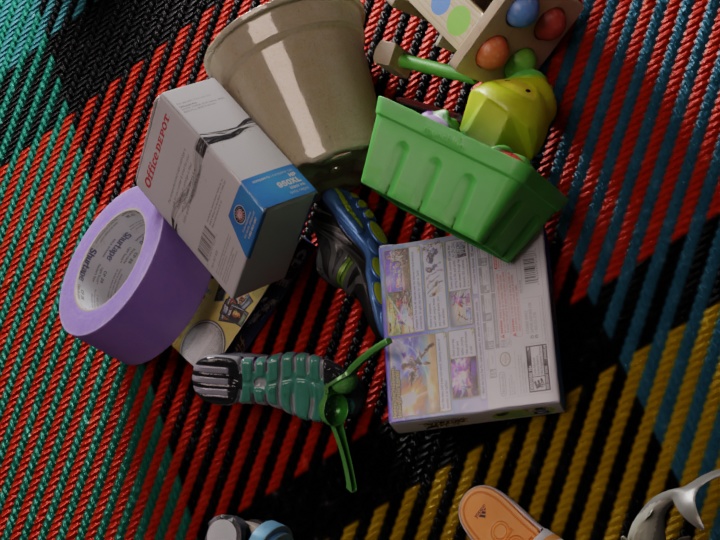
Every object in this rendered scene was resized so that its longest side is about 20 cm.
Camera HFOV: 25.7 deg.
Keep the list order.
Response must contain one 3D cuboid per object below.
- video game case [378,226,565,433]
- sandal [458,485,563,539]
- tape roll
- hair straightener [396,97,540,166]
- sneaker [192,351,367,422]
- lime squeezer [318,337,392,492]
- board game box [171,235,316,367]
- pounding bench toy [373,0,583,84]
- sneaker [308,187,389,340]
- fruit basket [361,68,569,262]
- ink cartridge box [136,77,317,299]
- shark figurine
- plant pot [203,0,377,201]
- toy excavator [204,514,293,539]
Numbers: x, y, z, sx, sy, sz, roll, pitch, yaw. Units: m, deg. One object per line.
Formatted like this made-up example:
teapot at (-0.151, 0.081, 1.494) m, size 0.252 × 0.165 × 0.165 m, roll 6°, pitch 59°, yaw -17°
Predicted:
video game case at (0.115, 0.060, 1.656) m, size 0.180 × 0.045 × 0.202 m, roll -8°, pitch 67°, yaw 13°
sandal at (0.160, 0.285, 1.561) m, size 0.206 × 0.059 × 0.079 m, roll 37°, pitch 95°, yaw 36°
tape roll at (-0.267, 0.005, 1.886) m, size 0.199 × 0.085 × 0.201 m, roll -32°, pitch 41°, yaw 33°
hair straightener at (0.111, -0.135, 1.764) m, size 0.199 × 0.041 × 0.077 m, roll 20°, pitch 85°, yaw 32°
sneaker at (-0.085, 0.118, 1.777) m, size 0.198 × 0.088 × 0.075 m, roll 9°, pitch 102°, yaw 9°
lime squeezer at (-0.014, 0.140, 1.685) m, size 0.071 × 0.037 × 0.201 m, roll 50°, pitch 136°, yaw 46°
board game box at (-0.156, 0.016, 1.879) m, size 0.135 × 0.035 × 0.201 m, roll 38°, pitch 96°, yaw 36°
pounding bench toy at (0.120, -0.260, 1.739) m, size 0.200 × 0.124 × 0.156 m, roll -53°, pitch 54°, yaw 20°
sneaker at (0.000, 0.000, 1.773) m, size 0.083 × 0.070 × 0.200 m, roll -51°, pitch 53°, yaw 34°
fruit basket at (0.128, -0.134, 1.646) m, size 0.214 × 0.155 × 0.218 m, roll -8°, pitch 72°, yaw 26°
ink cartridge box at (-0.154, -0.094, 1.769) m, size 0.200 × 0.084 × 0.145 m, roll 48°, pitch 138°, yaw 23°
shark figurine at (0.287, 0.255, 1.464) m, size 0.128 × 0.089 × 0.216 m, roll 32°, pitch 129°, yaw 43°
plant pot at (-0.058, -0.188, 1.808) m, size 0.199 × 0.200 × 0.185 m, roll -28°, pitch 71°, yaw 22°
toy excavator at (-0.088, 0.376, 1.677) m, size 0.199 × 0.100 × 0.196 m, roll 18°, pitch 85°, yaw 27°
